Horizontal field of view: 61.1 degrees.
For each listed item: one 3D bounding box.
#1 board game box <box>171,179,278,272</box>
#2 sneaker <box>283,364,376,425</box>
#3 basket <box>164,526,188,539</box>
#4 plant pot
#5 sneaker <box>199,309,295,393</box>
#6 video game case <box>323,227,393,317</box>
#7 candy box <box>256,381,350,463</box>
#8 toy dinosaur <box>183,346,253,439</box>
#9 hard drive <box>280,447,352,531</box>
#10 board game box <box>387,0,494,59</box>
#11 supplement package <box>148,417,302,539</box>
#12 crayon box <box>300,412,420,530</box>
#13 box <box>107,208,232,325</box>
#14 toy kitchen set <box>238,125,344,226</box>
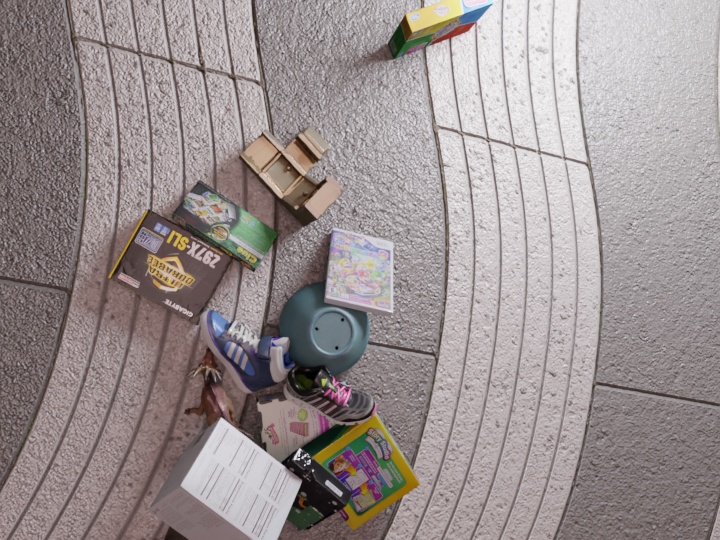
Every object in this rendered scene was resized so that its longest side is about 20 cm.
[{"bbox_3d":[-0.277,-0.092,1.259,0.198,0.023,0.106,35,53,-7],"label":"board game box"},{"bbox_3d":[-0.064,0.238,1.197,0.197,0.088,0.074,16,49,16],"label":"sneaker"},{"bbox_3d":[-0.325,0.572,1.192,0.178,0.135,0.204,17,80,-24],"label":"basket"},{"bbox_3d":[-0.067,0.123,1.256,0.196,0.135,0.204,1,87,-11],"label":"plant pot"},{"bbox_3d":[-0.215,0.142,1.230,0.145,0.081,0.202,-27,102,16],"label":"sneaker"},{"bbox_3d":[0.000,0.000,1.270,0.141,0.018,0.202,13,46,-10],"label":"video game case"},{"bbox_3d":[-0.112,0.320,1.276,0.196,0.061,0.139,-7,91,-12],"label":"candy box"},{"bbox_3d":[-0.286,0.255,1.202,0.085,0.200,0.137,-18,132,-35],"label":"toy dinosaur"},{"bbox_3d":[-0.118,0.439,1.210,0.139,0.200,0.038,40,42,-2],"label":"hard drive"},{"bbox_3d":[0.170,-0.535,1.319,0.197,0.153,0.041,-24,93,-10],"label":"board game box"},{"bbox_3d":[-0.245,0.411,1.118,0.199,0.151,0.152,41,40,-12],"label":"supplement package"},{"bbox_3d":[0.001,0.400,1.246,0.171,0.058,0.202,-33,110,-4],"label":"crayon box"},{"bbox_3d":[-0.383,-0.006,1.244,0.198,0.049,0.162,30,81,-8],"label":"box"},{"bbox_3d":[-0.116,-0.224,1.236,0.200,0.180,0.163,46,80,-10],"label":"toy kitchen set"}]
